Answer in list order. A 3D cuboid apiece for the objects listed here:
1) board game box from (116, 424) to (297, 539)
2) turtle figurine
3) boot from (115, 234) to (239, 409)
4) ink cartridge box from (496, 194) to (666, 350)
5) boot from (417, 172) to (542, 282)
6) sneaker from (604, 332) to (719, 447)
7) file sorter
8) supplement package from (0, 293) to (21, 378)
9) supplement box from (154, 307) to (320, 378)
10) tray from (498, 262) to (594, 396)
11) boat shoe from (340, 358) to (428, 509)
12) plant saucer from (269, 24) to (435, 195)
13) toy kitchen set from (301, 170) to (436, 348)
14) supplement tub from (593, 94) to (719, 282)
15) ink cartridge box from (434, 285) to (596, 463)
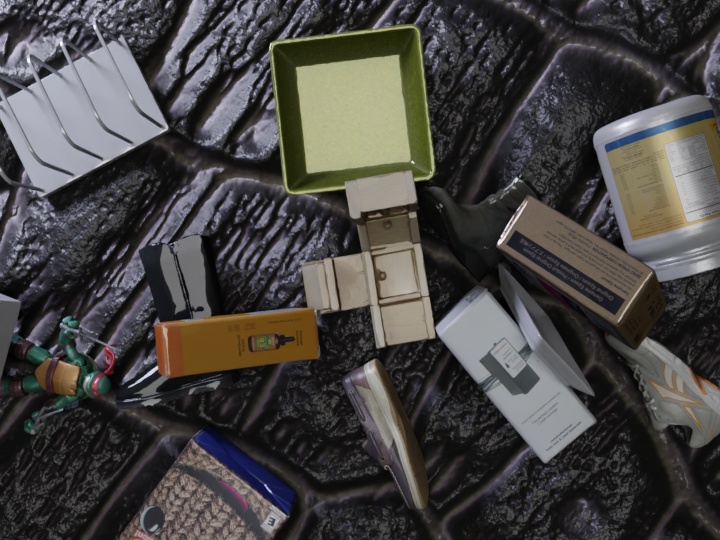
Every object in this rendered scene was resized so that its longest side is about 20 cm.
[{"bbox_3d":[-0.205,0.334,1.018,0.159,0.097,0.201,36,91,1],"label":"board game box"},{"bbox_3d":[-0.399,0.137,1.024,0.198,0.101,0.151,7,76,17],"label":"turtle figurine"},{"bbox_3d":[-0.258,0.065,1.031,0.163,0.066,0.202,-13,96,-11],"label":"boot"},{"bbox_3d":[0.265,0.008,0.929,0.164,0.200,0.075,36,93,28],"label":"ink cartridge box"},{"bbox_3d":[0.154,-0.078,0.975,0.131,0.200,0.068,-42,54,3],"label":"boot"},{"bbox_3d":[0.386,0.152,1.013,0.199,0.076,0.092,38,96,2],"label":"sneaker"},{"bbox_3d":[-0.376,-0.205,1.008,0.199,0.125,0.140,-27,89,2],"label":"file sorter"},{"bbox_3d":[-0.550,0.065,0.985,0.198,0.121,0.121,16,91,24],"label":"supplement package"},{"bbox_3d":[-0.154,0.088,0.995,0.198,0.069,0.067,-4,90,-22],"label":"supplement box"},{"bbox_3d":[0.213,0.070,0.946,0.022,0.200,0.107,-41,110,14],"label":"tray"},{"bbox_3d":[0.032,0.218,1.028,0.064,0.072,0.202,-20,93,14],"label":"boat shoe"},{"bbox_3d":[-0.010,-0.206,1.035,0.198,0.048,0.202,-6,90,2],"label":"plant saucer"},{"bbox_3d":[0.000,0.000,0.969,0.161,0.180,0.202,-10,89,3],"label":"toy kitchen set"},{"bbox_3d":[0.384,-0.098,0.975,0.143,0.145,0.202,-17,90,2],"label":"supplement tub"},{"bbox_3d":[0.184,0.122,0.982,0.083,0.147,0.200,-39,88,3],"label":"ink cartridge box"}]
